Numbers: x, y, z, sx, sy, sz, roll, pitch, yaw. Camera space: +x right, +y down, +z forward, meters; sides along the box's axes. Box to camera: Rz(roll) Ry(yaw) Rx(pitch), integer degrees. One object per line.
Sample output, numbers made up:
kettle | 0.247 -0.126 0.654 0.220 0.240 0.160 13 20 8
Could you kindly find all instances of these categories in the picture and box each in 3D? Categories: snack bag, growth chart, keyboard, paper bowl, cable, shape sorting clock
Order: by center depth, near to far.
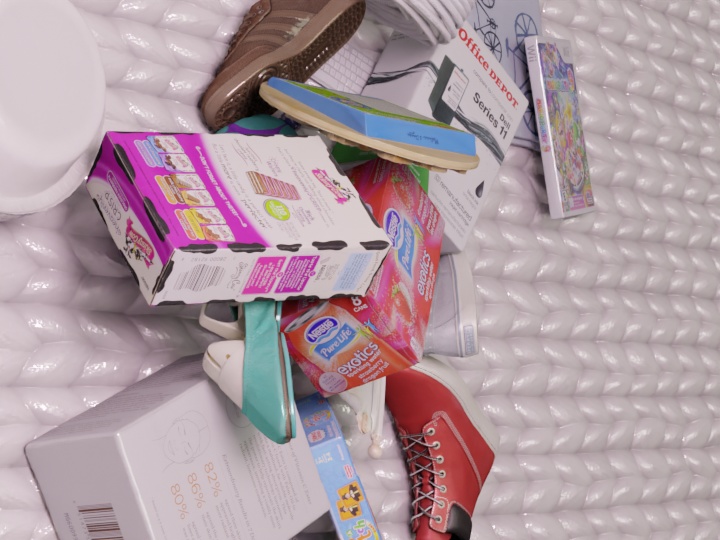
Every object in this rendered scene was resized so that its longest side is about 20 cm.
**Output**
paper bowl | -0.268 -0.137 1.294 0.200 0.104 0.201 15 71 -51
shape sorting clock | 0.007 -0.123 1.513 0.200 0.200 0.039 4 106 -52
growth chart | -0.026 0.053 1.553 0.200 0.018 0.145 53 30 -34
cable | 0.014 -0.286 1.621 0.200 0.200 0.069 36 87 -33
keyboard | -0.013 -0.193 1.711 0.200 0.011 0.056 29 60 -45
snack bag | 0.146 -0.231 1.918 0.200 0.021 0.189 6 77 -52

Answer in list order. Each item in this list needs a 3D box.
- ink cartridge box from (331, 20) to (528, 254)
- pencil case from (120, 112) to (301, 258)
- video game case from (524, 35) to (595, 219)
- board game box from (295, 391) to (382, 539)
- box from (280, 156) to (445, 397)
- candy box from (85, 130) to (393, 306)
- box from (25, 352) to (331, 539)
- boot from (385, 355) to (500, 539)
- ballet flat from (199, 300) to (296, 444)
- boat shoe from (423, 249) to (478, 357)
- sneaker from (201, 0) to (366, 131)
ink cartridge box | 0.069 -0.135 1.729 0.147 0.083 0.200 47 55 -34
pencil case | -0.121 -0.062 1.476 0.200 0.092 0.085 -38 145 -47
video game case | 0.225 -0.161 1.972 0.143 0.018 0.201 -12 94 -67
board game box | -0.006 0.218 1.535 0.151 0.036 0.201 -123 -167 -77
box | 0.000 0.000 1.509 0.096 0.099 0.200 55 28 -28
candy box | -0.093 -0.042 1.353 0.200 0.061 0.137 -2 45 -36
box | -0.139 0.164 1.387 0.200 0.106 0.153 -29 104 -51
boot | 0.061 0.176 1.677 0.200 0.072 0.145 49 48 -39
ballet flat | -0.089 0.055 1.362 0.067 0.070 0.200 98 -11 -46
boat shoe | 0.072 0.026 1.698 0.201 0.071 0.070 -96 -178 -68
sneaker | -0.084 -0.199 1.586 0.200 0.075 0.071 -41 153 -29
